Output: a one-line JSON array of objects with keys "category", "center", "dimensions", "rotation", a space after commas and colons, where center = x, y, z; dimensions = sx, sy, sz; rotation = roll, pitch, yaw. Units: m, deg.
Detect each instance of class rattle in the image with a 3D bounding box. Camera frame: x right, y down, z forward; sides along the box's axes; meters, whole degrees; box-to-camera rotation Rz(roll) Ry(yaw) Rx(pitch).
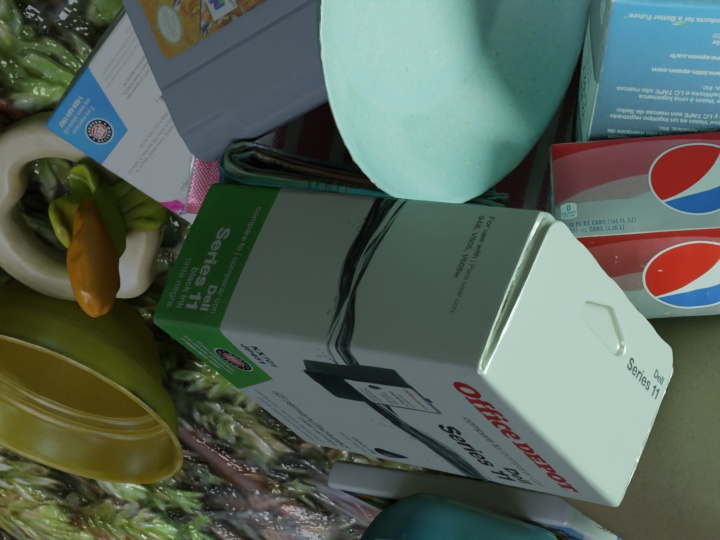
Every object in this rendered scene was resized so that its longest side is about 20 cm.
[{"category": "rattle", "center": [-0.228, -0.026, 1.094], "dimensions": [0.200, 0.143, 0.130], "rotation": [18, 137, 4]}]

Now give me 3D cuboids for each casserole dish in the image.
[{"category": "casserole dish", "center": [0.063, 0.174, 1.117], "dimensions": [0.121, 0.039, 0.200], "rotation": [18, 166, -4]}]

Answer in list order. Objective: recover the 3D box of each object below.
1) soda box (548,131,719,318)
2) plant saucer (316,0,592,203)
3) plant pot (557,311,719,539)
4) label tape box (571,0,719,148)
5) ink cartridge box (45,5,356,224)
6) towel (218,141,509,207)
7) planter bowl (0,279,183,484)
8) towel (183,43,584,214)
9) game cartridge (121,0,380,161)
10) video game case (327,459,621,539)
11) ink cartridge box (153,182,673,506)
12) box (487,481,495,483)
[{"category": "soda box", "center": [0.192, -0.024, 0.858], "dimensions": [0.200, 0.064, 0.070], "rotation": [-4, 140, 7]}, {"category": "plant saucer", "center": [0.038, -0.131, 0.836], "dimensions": [0.039, 0.201, 0.201], "rotation": [18, 145, 40]}, {"category": "plant pot", "center": [0.184, 0.081, 0.919], "dimensions": [0.200, 0.187, 0.188], "rotation": [15, 139, 18]}, {"category": "label tape box", "center": [0.180, -0.075, 0.898], "dimensions": [0.143, 0.066, 0.200], "rotation": [3, 140, 0]}, {"category": "ink cartridge box", "center": [-0.060, -0.077, 1.016], "dimensions": [0.200, 0.068, 0.115], "rotation": [34, 134, -13]}, {"category": "towel", "center": [0.000, 0.000, 0.960], "dimensions": [0.146, 0.022, 0.200], "rotation": [10, 153, 5]}, {"category": "planter bowl", "center": [-0.199, 0.059, 1.206], "dimensions": [0.200, 0.084, 0.201], "rotation": [15, 152, 8]}, {"category": "towel", "center": [0.015, -0.079, 0.942], "dimensions": [0.200, 0.030, 0.147], "rotation": [10, 113, -4]}, {"category": "game cartridge", "center": [-0.069, -0.167, 0.873], "dimensions": [0.133, 0.041, 0.200], "rotation": [-25, 88, 43]}, {"category": "video game case", "center": [0.107, 0.169, 1.166], "dimensions": [0.200, 0.022, 0.182], "rotation": [3, 160, 44]}, {"category": "ink cartridge box", "center": [0.026, 0.033, 0.854], "dimensions": [0.200, 0.083, 0.147], "rotation": [6, 154, 40]}, {"category": "box", "center": [0.153, 0.105, 1.138], "dimensions": [0.200, 0.048, 0.122], "rotation": [4, 133, 20]}]
